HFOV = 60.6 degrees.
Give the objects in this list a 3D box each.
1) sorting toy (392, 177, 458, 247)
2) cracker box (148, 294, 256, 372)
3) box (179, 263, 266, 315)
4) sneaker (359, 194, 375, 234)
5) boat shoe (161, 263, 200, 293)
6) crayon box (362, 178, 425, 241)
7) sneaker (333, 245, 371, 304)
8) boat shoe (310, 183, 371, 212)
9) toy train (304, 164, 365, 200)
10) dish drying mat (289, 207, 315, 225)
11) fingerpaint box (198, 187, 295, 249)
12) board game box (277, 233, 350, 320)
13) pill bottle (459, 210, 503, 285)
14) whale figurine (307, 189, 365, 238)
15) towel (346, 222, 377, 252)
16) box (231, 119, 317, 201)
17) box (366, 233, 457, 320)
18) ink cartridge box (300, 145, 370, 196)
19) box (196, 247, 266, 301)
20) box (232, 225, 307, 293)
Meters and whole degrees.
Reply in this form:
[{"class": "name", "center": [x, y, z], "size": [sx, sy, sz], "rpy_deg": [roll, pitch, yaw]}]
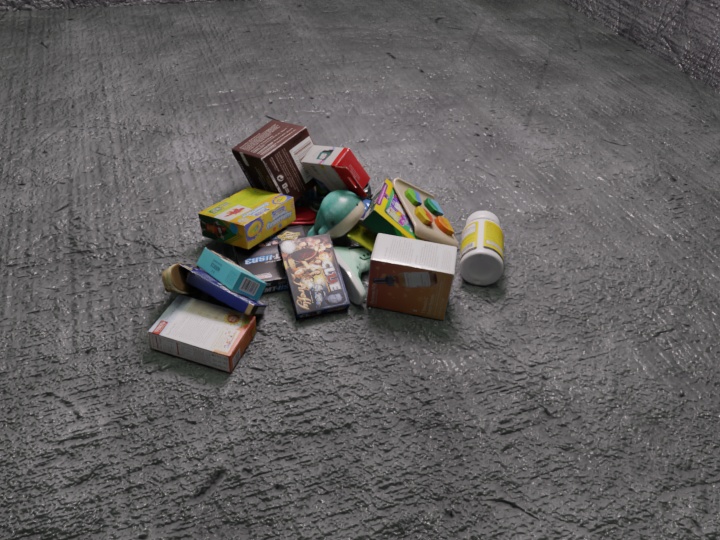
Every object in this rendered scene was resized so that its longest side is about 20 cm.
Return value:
[{"class": "sorting toy", "center": [0.184, -0.159, 1.701], "size": [0.184, 0.036, 0.201], "rpy_deg": [18, 42, -42]}, {"class": "cracker box", "center": [-0.351, 0.138, 1.382], "size": [0.198, 0.058, 0.134], "rpy_deg": [16, 40, 11]}, {"class": "box", "center": [-0.321, 0.046, 1.426], "size": [0.199, 0.121, 0.033], "rpy_deg": [29, 89, 7]}, {"class": "sneaker", "center": [-0.003, -0.174, 1.761], "size": [0.198, 0.077, 0.112], "rpy_deg": [18, 48, 8]}, {"class": "boat shoe", "center": [-0.427, 0.025, 1.444], "size": [0.066, 0.075, 0.200], "rpy_deg": [-15, -3, 3]}, {"class": "crayon box", "center": [0.102, -0.137, 1.669], "size": [0.172, 0.058, 0.201], "rpy_deg": [40, 32, -12]}, {"class": "sneaker", "center": [0.000, -0.001, 1.568], "size": [0.117, 0.074, 0.201], "rpy_deg": [-10, 44, -22]}, {"class": "boat shoe", "center": [-0.056, -0.219, 1.820], "size": [0.198, 0.062, 0.073], "rpy_deg": [-13, 43, -24]}, {"class": "toy train", "center": [-0.082, -0.265, 1.799], "size": [0.116, 0.085, 0.199], "rpy_deg": [-42, 21, -31]}, {"class": "dish drying mat", "center": [-0.226, -0.157, 1.766], "size": [0.197, 0.018, 0.077], "rpy_deg": [-2, 40, -9]}, {"class": "fingerpaint box", "center": [-0.298, -0.142, 1.639], "size": [0.165, 0.074, 0.200], "rpy_deg": [15, 34, 29]}, {"class": "board game box", "center": [-0.116, 0.012, 1.515], "size": [0.134, 0.035, 0.202], "rpy_deg": [-10, 65, -18]}, {"class": "pill bottle", "center": [0.325, -0.065, 1.646], "size": [0.113, 0.115, 0.201], "rpy_deg": [10, 41, 5]}, {"class": "whale figurine", "center": [-0.081, -0.142, 1.639], "size": [0.104, 0.199, 0.159], "rpy_deg": [49, 44, -14]}, {"class": "towel", "center": [0.059, -0.058, 1.616], "size": [0.199, 0.018, 0.086], "rpy_deg": [32, 28, -3]}, {"class": "box", "center": [-0.230, -0.309, 1.762], "size": [0.164, 0.167, 0.199], "rpy_deg": [-41, 36, -19]}, {"class": "box", "center": [0.123, 0.015, 1.501], "size": [0.197, 0.153, 0.107], "rpy_deg": [10, 41, 6]}, {"class": "ink cartridge box", "center": [-0.055, -0.267, 1.650], "size": [0.199, 0.116, 0.068], "rpy_deg": [17, 65, 47]}, {"class": "box", "center": [-0.310, 0.008, 1.470], "size": [0.082, 0.050, 0.199], "rpy_deg": [30, -2, -42]}, {"class": "box", "center": [-0.220, -0.029, 1.598], "size": [0.198, 0.050, 0.199], "rpy_deg": [-9, 42, -15]}]
